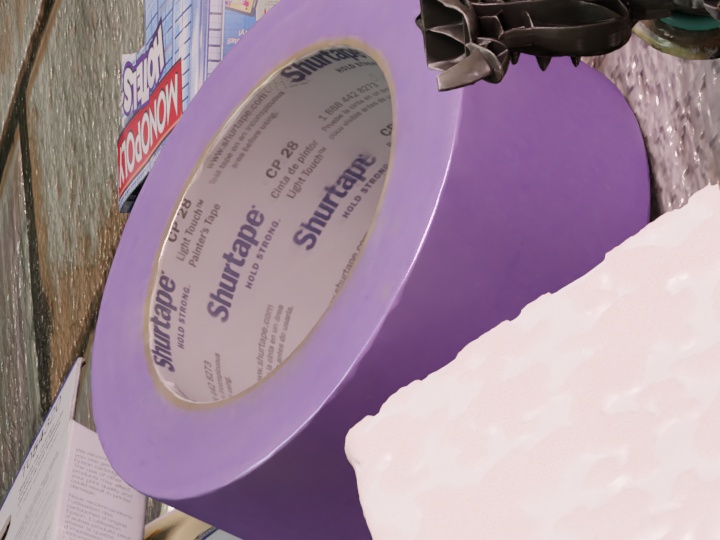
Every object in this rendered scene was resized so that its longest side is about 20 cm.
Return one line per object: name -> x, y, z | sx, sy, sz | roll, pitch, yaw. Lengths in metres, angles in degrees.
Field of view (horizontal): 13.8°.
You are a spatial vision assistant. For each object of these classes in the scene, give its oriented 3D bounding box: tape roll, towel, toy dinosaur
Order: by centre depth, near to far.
towel -> 0.099, 0.043, 0.679 | 0.032, 0.200, 0.191 | 52, -172, -31
toy dinosaur -> 0.081, -0.102, 0.785 | 0.200, 0.136, 0.102 | -100, 4, -63
tape roll -> 0.000, 0.000, 1.007 | 0.200, 0.085, 0.200 | -37, 39, 37

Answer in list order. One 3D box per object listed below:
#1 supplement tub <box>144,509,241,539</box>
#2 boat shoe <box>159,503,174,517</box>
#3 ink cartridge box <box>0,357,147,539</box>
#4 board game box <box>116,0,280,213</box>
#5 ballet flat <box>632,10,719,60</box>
supplement tub -> -0.035, 0.159, 1.154 | 0.200, 0.145, 0.145 | 165, 105, -73
boat shoe -> -0.049, 0.053, 1.361 | 0.075, 0.062, 0.200 | 107, 173, -56
ink cartridge box -> -0.134, 0.166, 1.136 | 0.200, 0.043, 0.196 | -86, 21, -56
board game box -> -0.056, -0.056, 1.188 | 0.200, 0.062, 0.200 | 142, 129, -68
ballet flat -> 0.094, -0.126, 0.896 | 0.072, 0.072, 0.200 | 109, 155, -47
